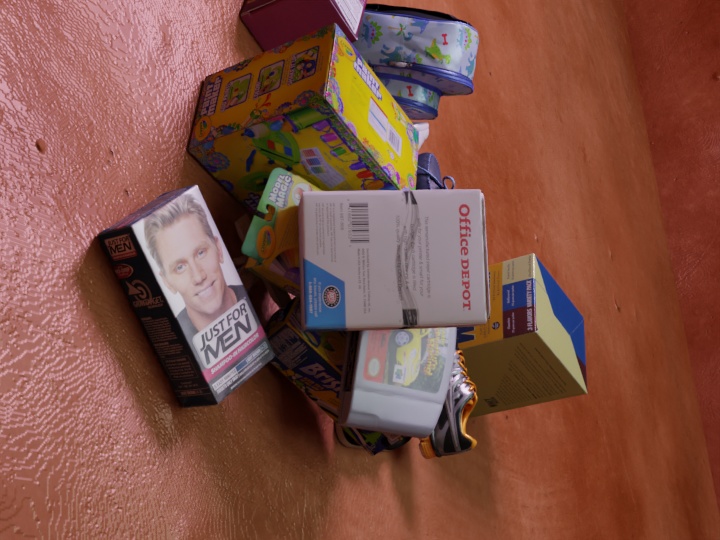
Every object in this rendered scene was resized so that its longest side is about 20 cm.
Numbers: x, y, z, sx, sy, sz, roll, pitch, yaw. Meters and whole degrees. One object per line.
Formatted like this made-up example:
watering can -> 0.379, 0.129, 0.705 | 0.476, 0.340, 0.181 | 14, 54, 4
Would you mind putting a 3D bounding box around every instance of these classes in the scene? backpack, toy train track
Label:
backpack -> 0.067, -0.292, 1.625 | 0.183, 0.197, 0.149 | -3, 99, -80
toy train track -> -0.141, 0.013, 1.285 | 0.116, 0.032, 0.200 | 63, 37, -15

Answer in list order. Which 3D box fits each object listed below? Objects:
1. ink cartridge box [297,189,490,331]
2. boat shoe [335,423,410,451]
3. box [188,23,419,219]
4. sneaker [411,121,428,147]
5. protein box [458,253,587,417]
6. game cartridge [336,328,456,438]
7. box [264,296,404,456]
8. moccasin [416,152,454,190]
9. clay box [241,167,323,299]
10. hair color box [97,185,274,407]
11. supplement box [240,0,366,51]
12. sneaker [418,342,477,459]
ink cartridge box -> 0.033, -0.009, 1.236 | 0.084, 0.197, 0.147 | 136, -48, -82
boat shoe -> 0.041, 0.197, 1.499 | 0.201, 0.062, 0.075 | 9, 67, -62
box -> -0.062, -0.152, 1.343 | 0.200, 0.191, 0.123 | 47, 38, -42
sneaker -> 0.051, -0.177, 1.720 | 0.200, 0.070, 0.081 | -40, 126, -58
protein box -> 0.211, 0.103, 1.714 | 0.199, 0.198, 0.136 | 45, 39, -43
game cartridge -> 0.047, 0.087, 1.309 | 0.132, 0.041, 0.203 | 13, 80, -32
box -> -0.025, 0.122, 1.344 | 0.200, 0.064, 0.070 | 45, 36, -14
moccasin -> 0.102, -0.063, 1.439 | 0.080, 0.068, 0.202 | 39, 41, -50
clay box -> -0.047, -0.023, 1.309 | 0.199, 0.047, 0.116 | 30, 69, -27
hair color box -> -0.174, 0.027, 1.157 | 0.100, 0.060, 0.202 | -39, 111, -44
supplement box -> -0.064, -0.384, 1.528 | 0.103, 0.130, 0.201 | 52, 35, -36
sneaker -> 0.123, 0.157, 1.554 | 0.078, 0.076, 0.203 | 43, 49, -69
